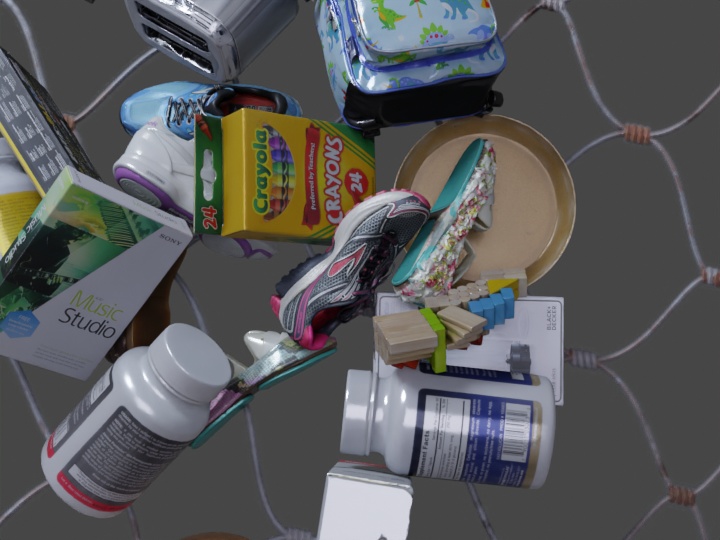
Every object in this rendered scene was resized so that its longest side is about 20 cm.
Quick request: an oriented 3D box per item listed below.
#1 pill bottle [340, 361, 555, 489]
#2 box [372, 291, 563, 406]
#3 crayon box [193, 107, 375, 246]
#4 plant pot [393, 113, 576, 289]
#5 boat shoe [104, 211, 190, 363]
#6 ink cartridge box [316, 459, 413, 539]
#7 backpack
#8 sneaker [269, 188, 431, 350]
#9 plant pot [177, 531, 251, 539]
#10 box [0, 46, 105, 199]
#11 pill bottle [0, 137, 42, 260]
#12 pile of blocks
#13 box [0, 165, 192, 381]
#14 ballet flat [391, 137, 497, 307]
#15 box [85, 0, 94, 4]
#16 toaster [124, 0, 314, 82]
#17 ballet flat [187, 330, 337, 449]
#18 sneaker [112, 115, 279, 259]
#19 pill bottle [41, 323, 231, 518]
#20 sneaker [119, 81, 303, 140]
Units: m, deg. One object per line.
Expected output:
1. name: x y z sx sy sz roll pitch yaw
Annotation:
1. pill bottle: 0.082 0.148 1.028 0.199 0.111 0.112 7 84 1
2. box: 0.112 0.084 1.116 0.199 0.060 0.117 0 84 1
3. crayon box: -0.075 -0.093 1.091 0.199 0.051 0.128 3 82 -36
4. plant pot: 0.134 -0.070 1.150 0.199 0.027 0.201 0 82 2
5. boat shoe: -0.237 0.004 1.130 0.070 0.070 0.201 0 74 41
6. ink cartridge box: 0.002 0.267 1.027 0.083 0.200 0.145 9 83 2
7. backpack: 0.049 -0.267 1.104 0.182 0.147 0.201 -12 67 -14
8. sneaker: 0.000 0.000 1.080 0.200 0.081 0.075 -46 48 11
9. plant pot: -0.158 0.371 1.050 0.199 0.140 0.201 0 82 1
10. box: -0.322 -0.123 1.100 0.049 0.160 0.200 -33 85 -2
11. pill bottle: -0.372 -0.032 1.115 0.111 0.112 0.201 -17 83 -1
12. pile of blocks: 0.099 0.059 1.020 0.199 0.082 0.062 -22 121 -33
13. box: -0.277 0.009 1.028 0.200 0.144 0.036 -52 43 14
14. ballet flat: 0.099 -0.043 1.098 0.064 0.076 0.201 35 73 -16
15. box: -0.326 -0.429 1.193 0.160 0.044 0.201 29 85 5
16. toaster: -0.157 -0.289 1.120 0.199 0.114 0.129 31 69 14
17. ballet flat: -0.122 0.109 1.118 0.200 0.069 0.071 -34 80 2
18. sneaker: -0.157 -0.085 1.110 0.200 0.075 0.100 36 60 -28
19. pill bottle: -0.222 0.147 1.058 0.111 0.111 0.200 47 111 6
20. sneaker: -0.164 -0.178 1.137 0.199 0.090 0.079 -2 83 2
